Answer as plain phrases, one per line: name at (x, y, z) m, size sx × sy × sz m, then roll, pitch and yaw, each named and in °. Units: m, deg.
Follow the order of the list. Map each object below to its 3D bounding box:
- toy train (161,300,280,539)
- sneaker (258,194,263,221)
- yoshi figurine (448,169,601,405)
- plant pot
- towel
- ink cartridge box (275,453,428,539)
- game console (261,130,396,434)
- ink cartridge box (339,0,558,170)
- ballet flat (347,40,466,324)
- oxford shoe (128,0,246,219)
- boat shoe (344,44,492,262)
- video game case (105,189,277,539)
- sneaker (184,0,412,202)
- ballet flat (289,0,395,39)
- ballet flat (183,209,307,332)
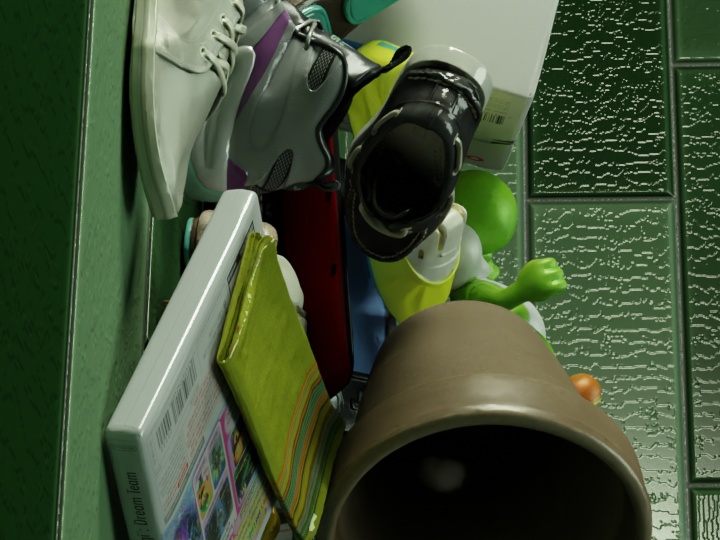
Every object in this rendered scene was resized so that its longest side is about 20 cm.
toy train at (-0.087, 0.091, 1.495) m, size 0.150 × 0.056 × 0.200 m, roll -14°, pitch 108°, yaw -73°
sneaker at (-0.067, -0.040, 1.843) m, size 0.082 × 0.070 × 0.200 m, roll 128°, pitch -33°, yaw -65°
yoshi figurine at (0.097, 0.011, 1.796) m, size 0.200 × 0.112 × 0.112 m, roll 57°, pitch 25°, yaw -1°
plant pot at (0.067, 0.113, 1.608) m, size 0.175 × 0.200 × 0.200 m, roll -98°, pitch -176°, yaw -55°
towel at (-0.041, 0.068, 1.436) m, size 0.200 × 0.018 × 0.086 m, roll 71°, pitch 25°, yaw -54°
ink cartridge box at (-0.026, 0.210, 1.682) m, size 0.083 × 0.146 × 0.200 m, roll 82°, pitch 7°, yaw -52°
game console at (0.000, 0.000, 1.734) m, size 0.172 × 0.119 × 0.200 m, roll 15°, pitch 66°, yaw -47°
ink cartridge box at (0.050, -0.147, 1.815) m, size 0.200 × 0.145 × 0.084 m, roll 105°, pitch 1°, yaw -77°
ballet flat at (0.035, -0.052, 1.696) m, size 0.067 × 0.067 × 0.200 m, roll -27°, pitch 113°, yaw -41°
oxford shoe at (-0.090, -0.121, 1.385) m, size 0.075 × 0.058 × 0.200 m, roll 88°, pitch 4°, yaw -63°
boat shoe at (0.026, -0.055, 1.568) m, size 0.060 × 0.074 × 0.200 m, roll -64°, pitch -177°, yaw -34°
video game case at (-0.079, 0.088, 1.382) m, size 0.200 × 0.024 × 0.182 m, roll -68°, pitch 156°, yaw -48°
sneaker at (-0.040, -0.140, 1.514) m, size 0.078 × 0.140 × 0.200 m, roll 3°, pitch 86°, yaw -86°
ballet flat at (-0.033, -0.173, 1.673) m, size 0.067 × 0.200 × 0.068 m, roll 41°, pitch -25°, yaw 31°
ballet flat at (-0.068, 0.030, 1.645) m, size 0.200 × 0.067 × 0.068 m, roll 84°, pitch 7°, yaw -63°
